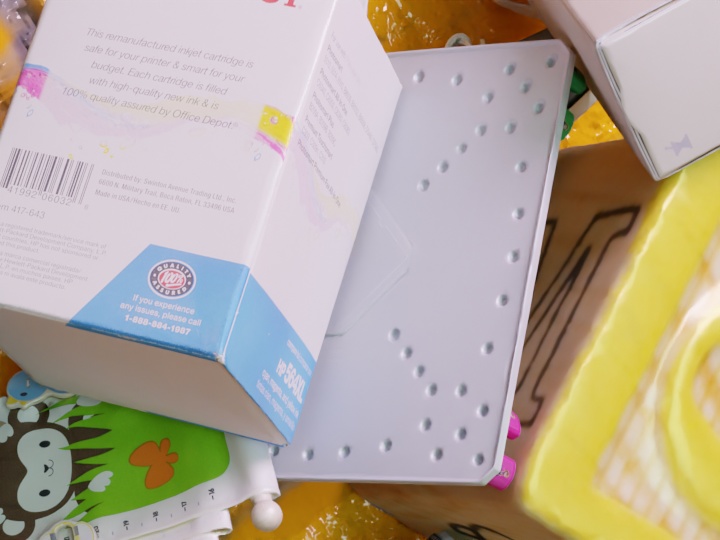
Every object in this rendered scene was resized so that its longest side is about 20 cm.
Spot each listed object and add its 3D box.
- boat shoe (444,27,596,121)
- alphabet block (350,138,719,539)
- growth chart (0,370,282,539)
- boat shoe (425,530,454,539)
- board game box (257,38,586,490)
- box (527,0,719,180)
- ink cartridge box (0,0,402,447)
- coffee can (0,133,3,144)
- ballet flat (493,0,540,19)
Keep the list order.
[{"bbox_3d":[0.056,-0.079,1.375,0.200,0.073,0.062,-42,103,-3],"label":"boat shoe"},{"bbox_3d":[0.145,0.064,1.346,0.195,0.200,0.197,30,78,-17],"label":"alphabet block"},{"bbox_3d":[-0.131,0.097,1.272,0.199,0.018,0.145,-26,55,-3],"label":"growth chart"},{"bbox_3d":[0.059,0.224,1.364,0.086,0.075,0.202,-36,114,-8],"label":"boat shoe"},{"bbox_3d":[0.000,0.000,1.288,0.026,0.199,0.201,32,64,-48],"label":"board game box"},{"bbox_3d":[0.114,-0.128,1.288,0.068,0.200,0.082,-28,125,1],"label":"box"},{"bbox_3d":[-0.071,-0.048,1.239,0.128,0.125,0.201,13,73,18],"label":"ink cartridge box"},{"bbox_3d":[-0.247,0.017,1.222,0.146,0.146,0.201,25,79,-19],"label":"coffee can"},{"bbox_3d":[0.078,-0.167,1.407,0.200,0.068,0.075,31,93,-20],"label":"ballet flat"}]
